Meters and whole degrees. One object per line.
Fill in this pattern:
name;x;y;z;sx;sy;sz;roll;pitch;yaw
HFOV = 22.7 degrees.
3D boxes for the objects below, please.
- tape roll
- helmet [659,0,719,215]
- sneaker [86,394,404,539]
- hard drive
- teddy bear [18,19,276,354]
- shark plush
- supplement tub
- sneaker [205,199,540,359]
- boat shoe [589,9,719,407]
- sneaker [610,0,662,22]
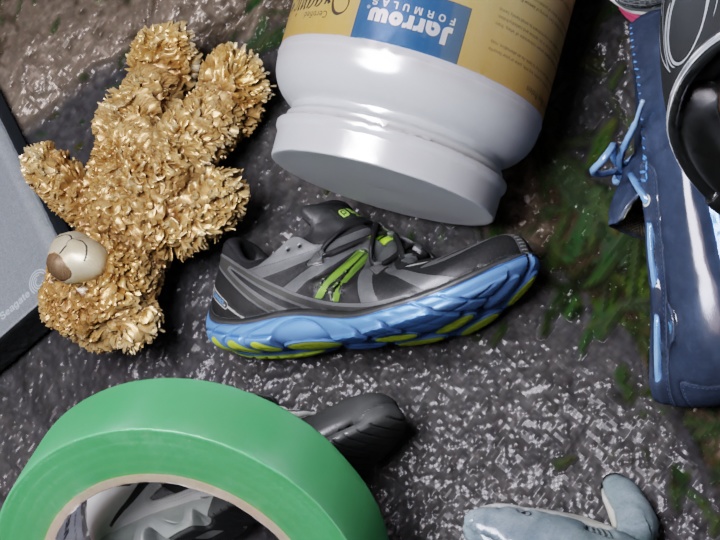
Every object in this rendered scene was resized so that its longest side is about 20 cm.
tape roll;-0.084;0.151;0.906;0.198;0.048;0.203;6;120;11
helmet;0.230;-0.125;0.799;0.198;0.201;0.192;4;52;30
sneaker;-0.072;0.094;0.967;0.198;0.074;0.089;-26;67;20
hard drive;-0.259;-0.026;1.138;0.139;0.033;0.201;-39;61;14
teddy bear;-0.128;-0.053;1.036;0.145;0.067;0.200;39;86;18
shark plush;0.135;0.174;0.830;0.091;0.083;0.200;-50;59;7
supplement tub;0.038;-0.138;0.937;0.143;0.144;0.202;11;81;31
sneaker;0.000;0.000;0.963;0.198;0.071;0.084;-6;79;31
boat shoe;0.149;-0.033;0.884;0.068;0.084;0.202;-17;66;28
sneaker;0.207;-0.194;0.901;0.199;0.075;0.081;-35;62;15
